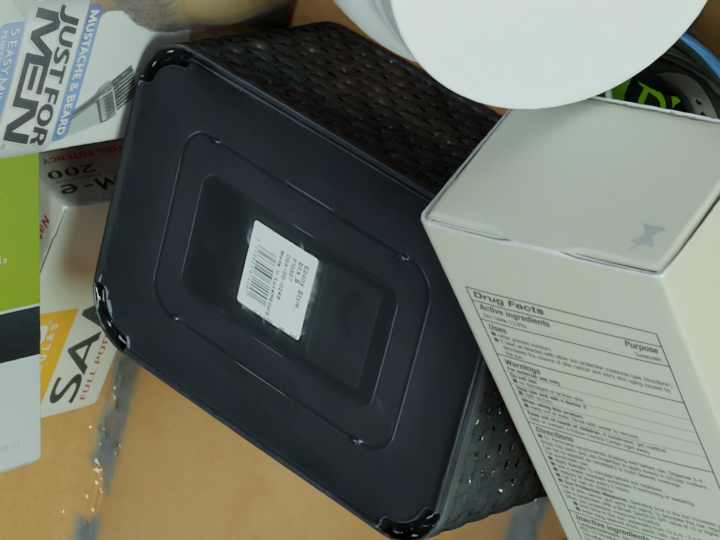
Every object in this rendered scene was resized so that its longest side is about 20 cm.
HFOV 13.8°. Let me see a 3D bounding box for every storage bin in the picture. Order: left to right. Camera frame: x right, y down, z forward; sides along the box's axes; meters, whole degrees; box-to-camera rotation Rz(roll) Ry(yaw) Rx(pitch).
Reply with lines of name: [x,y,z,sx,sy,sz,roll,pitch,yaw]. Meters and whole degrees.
storage bin: [0.000,0.000,1.173,0.200,0.094,0.136,32,120,33]

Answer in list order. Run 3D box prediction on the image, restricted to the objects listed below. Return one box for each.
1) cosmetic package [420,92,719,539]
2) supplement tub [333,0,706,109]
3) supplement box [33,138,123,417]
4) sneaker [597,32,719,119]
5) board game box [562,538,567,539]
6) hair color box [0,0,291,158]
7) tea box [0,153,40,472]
cosmetic package: [0.108,0.038,1.027,0.105,0.071,0.200,15,144,38]
supplement tub: [0.034,-0.158,1.028,0.200,0.144,0.145,59,137,51]
supplement box: [-0.185,-0.040,1.348,0.200,0.073,0.126,43,125,28]
sneaker: [0.134,-0.023,1.049,0.199,0.083,0.071,38,123,31]
board game box: [0.064,0.227,1.199,0.153,0.040,0.200,55,130,20]
hair color box: [-0.113,-0.110,1.178,0.065,0.200,0.110,34,120,31]
tea box: [-0.248,-0.018,1.268,0.199,0.133,0.198,11,105,40]
